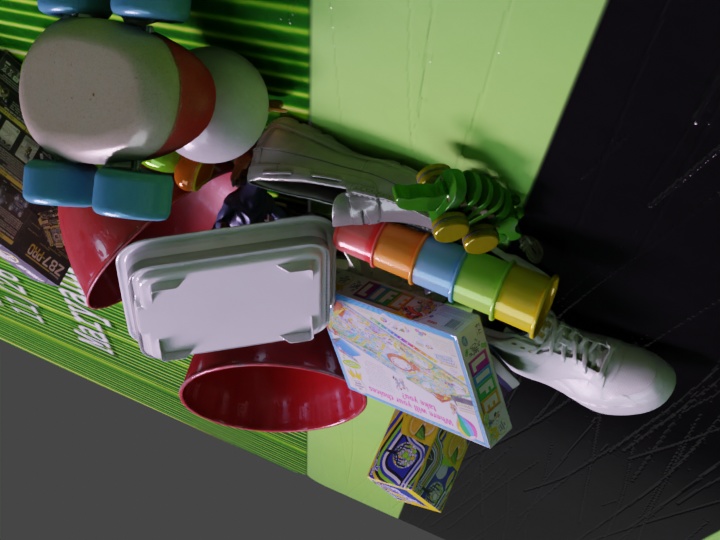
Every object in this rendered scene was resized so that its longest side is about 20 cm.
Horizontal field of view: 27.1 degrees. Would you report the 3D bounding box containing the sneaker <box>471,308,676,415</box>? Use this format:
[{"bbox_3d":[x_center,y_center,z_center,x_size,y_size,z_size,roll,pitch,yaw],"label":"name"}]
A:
[{"bbox_3d":[0.197,0.078,1.441,0.199,0.074,0.116,13,162,38],"label":"sneaker"}]

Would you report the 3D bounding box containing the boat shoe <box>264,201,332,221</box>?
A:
[{"bbox_3d":[-0.087,-0.036,1.507,0.060,0.074,0.200,28,172,-28],"label":"boat shoe"}]

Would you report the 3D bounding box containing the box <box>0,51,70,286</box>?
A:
[{"bbox_3d":[-0.343,-0.101,1.509,0.049,0.162,0.200,10,159,39],"label":"box"}]

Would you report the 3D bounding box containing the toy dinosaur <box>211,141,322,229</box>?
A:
[{"bbox_3d":[-0.125,-0.048,1.420,0.105,0.182,0.200,-16,-148,-40],"label":"toy dinosaur"}]

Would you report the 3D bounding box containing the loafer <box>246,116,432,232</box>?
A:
[{"bbox_3d":[-0.003,-0.066,1.293,0.199,0.070,0.070,22,165,13],"label":"loafer"}]

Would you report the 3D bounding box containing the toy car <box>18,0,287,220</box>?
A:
[{"bbox_3d":[-0.153,-0.137,1.209,0.176,0.185,0.200,10,-174,41],"label":"toy car"}]

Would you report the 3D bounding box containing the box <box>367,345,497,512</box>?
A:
[{"bbox_3d":[0.084,0.148,1.585,0.064,0.201,0.070,10,159,37],"label":"box"}]

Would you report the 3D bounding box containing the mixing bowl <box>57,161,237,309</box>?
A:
[{"bbox_3d":[-0.217,-0.068,1.438,0.108,0.200,0.200,48,165,7],"label":"mixing bowl"}]

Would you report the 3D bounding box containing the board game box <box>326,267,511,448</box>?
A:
[{"bbox_3d":[0.047,0.081,1.428,0.200,0.034,0.135,19,137,44],"label":"board game box"}]

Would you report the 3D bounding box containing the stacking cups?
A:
[{"bbox_3d":[0.074,-0.008,1.312,0.199,0.061,0.061,25,163,15],"label":"stacking cups"}]

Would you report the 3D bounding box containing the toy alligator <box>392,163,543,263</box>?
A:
[{"bbox_3d":[0.107,-0.050,1.233,0.054,0.060,0.200,-34,146,32],"label":"toy alligator"}]

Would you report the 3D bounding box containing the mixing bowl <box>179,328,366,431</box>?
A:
[{"bbox_3d":[-0.092,0.091,1.610,0.199,0.109,0.200,1,153,0],"label":"mixing bowl"}]

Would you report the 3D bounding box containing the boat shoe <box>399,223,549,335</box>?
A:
[{"bbox_3d":[0.083,-0.002,1.373,0.199,0.066,0.074,29,163,-14],"label":"boat shoe"}]

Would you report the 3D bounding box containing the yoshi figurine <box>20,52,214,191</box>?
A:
[{"bbox_3d":[-0.221,-0.147,1.321,0.199,0.113,0.112,24,147,10],"label":"yoshi figurine"}]

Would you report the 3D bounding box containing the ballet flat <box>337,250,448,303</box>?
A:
[{"bbox_3d":[0.000,0.000,1.505,0.199,0.072,0.072,8,156,42],"label":"ballet flat"}]

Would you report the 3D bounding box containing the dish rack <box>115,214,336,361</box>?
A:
[{"bbox_3d":[-0.117,0.026,1.365,0.199,0.044,0.172,-8,146,-7],"label":"dish rack"}]

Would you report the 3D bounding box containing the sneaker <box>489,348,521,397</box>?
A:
[{"bbox_3d":[0.068,0.083,1.521,0.200,0.088,0.076,42,179,44],"label":"sneaker"}]
